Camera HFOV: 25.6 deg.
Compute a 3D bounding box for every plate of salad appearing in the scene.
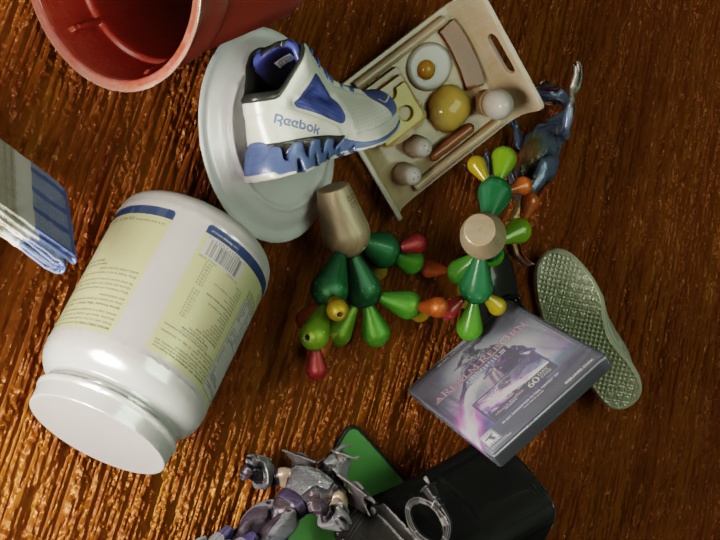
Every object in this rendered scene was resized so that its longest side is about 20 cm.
[{"bbox_3d":[-0.092,-0.126,1.481,0.199,0.048,0.202,9,80,-54],"label":"plate of salad"}]

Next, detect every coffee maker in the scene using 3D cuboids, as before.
[{"bbox_3d":[0.090,0.248,1.503,0.199,0.192,0.136,-21,83,-45],"label":"coffee maker"}]

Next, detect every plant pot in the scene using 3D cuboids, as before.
[{"bbox_3d":[-0.147,-0.271,1.350,0.195,0.200,0.203,-25,102,-49],"label":"plant pot"}]

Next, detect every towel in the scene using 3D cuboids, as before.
[{"bbox_3d":[-0.305,-0.084,1.222,0.200,0.147,0.024,37,104,-28],"label":"towel"}]

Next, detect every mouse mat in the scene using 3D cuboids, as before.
[{"bbox_3d":[-0.008,0.273,1.541,0.161,0.007,0.201,50,55,-28],"label":"mouse mat"}]

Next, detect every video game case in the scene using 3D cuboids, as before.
[{"bbox_3d":[0.140,0.105,1.538,0.143,0.200,0.019,-41,116,-8],"label":"video game case"}]

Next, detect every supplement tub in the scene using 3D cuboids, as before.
[{"bbox_3d":[-0.174,0.051,1.315,0.145,0.144,0.201,43,59,-31],"label":"supplement tub"}]

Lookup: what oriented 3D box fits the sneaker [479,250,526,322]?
[{"bbox_3d":[0.161,0.069,1.672,0.073,0.082,0.202,-7,88,-40],"label":"sneaker"}]

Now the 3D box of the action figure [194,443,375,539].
[{"bbox_3d":[-0.073,0.217,1.413,0.200,0.130,0.070,-39,121,-30],"label":"action figure"}]

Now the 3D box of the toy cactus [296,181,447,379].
[{"bbox_3d":[0.000,0.000,1.504,0.199,0.102,0.166,-32,114,-38],"label":"toy cactus"}]

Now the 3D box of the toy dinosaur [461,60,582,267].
[{"bbox_3d":[0.185,-0.133,1.732,0.181,0.104,0.202,-31,127,-51],"label":"toy dinosaur"}]

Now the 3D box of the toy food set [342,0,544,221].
[{"bbox_3d":[0.077,-0.166,1.599,0.200,0.060,0.144,-38,112,-14],"label":"toy food set"}]

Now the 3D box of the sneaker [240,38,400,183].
[{"bbox_3d":[-0.042,-0.159,1.446,0.199,0.080,0.116,-28,111,-50],"label":"sneaker"}]

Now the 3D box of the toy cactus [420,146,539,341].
[{"bbox_3d":[0.117,-0.035,1.572,0.165,0.102,0.201,39,73,-79],"label":"toy cactus"}]

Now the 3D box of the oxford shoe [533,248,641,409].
[{"bbox_3d":[0.251,0.065,1.780,0.201,0.075,0.058,59,9,-11],"label":"oxford shoe"}]
